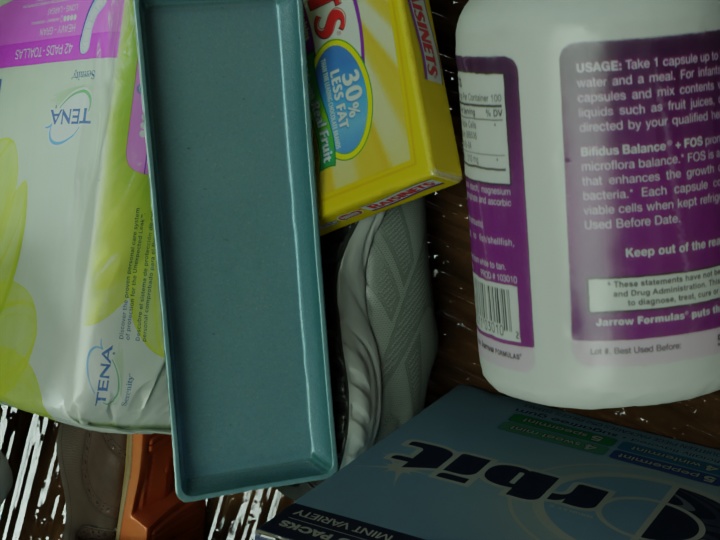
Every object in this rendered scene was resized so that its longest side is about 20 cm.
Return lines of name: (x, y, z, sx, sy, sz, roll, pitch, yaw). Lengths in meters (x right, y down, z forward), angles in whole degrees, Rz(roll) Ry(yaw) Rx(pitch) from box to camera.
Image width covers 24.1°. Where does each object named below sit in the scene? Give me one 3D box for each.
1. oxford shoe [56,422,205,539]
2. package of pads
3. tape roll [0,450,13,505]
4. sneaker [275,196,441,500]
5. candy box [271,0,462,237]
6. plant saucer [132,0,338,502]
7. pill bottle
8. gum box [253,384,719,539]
oxford shoe: (-0.114, 0.066, 0.808, 0.072, 0.071, 0.202, 17, 108, 26)
package of pads: (-0.118, -0.035, 0.734, 0.154, 0.068, 0.202, 6, 89, 53)
tape roll: (-0.274, 0.086, 0.822, 0.201, 0.071, 0.203, 21, 153, 11)
sneaker: (0.000, 0.000, 0.746, 0.074, 0.079, 0.202, 3, 87, 43)
candy box: (-0.020, -0.118, 0.710, 0.102, 0.026, 0.202, -19, 73, 32)
plant saucer: (-0.050, -0.012, 0.672, 0.019, 0.069, 0.202, -171, 76, -68)
pill bottle: (0.095, -0.056, 0.660, 0.111, 0.112, 0.202, 0, 101, 25)
gum box: (0.076, 0.108, 0.652, 0.169, 0.200, 0.045, 13, 106, 22)
